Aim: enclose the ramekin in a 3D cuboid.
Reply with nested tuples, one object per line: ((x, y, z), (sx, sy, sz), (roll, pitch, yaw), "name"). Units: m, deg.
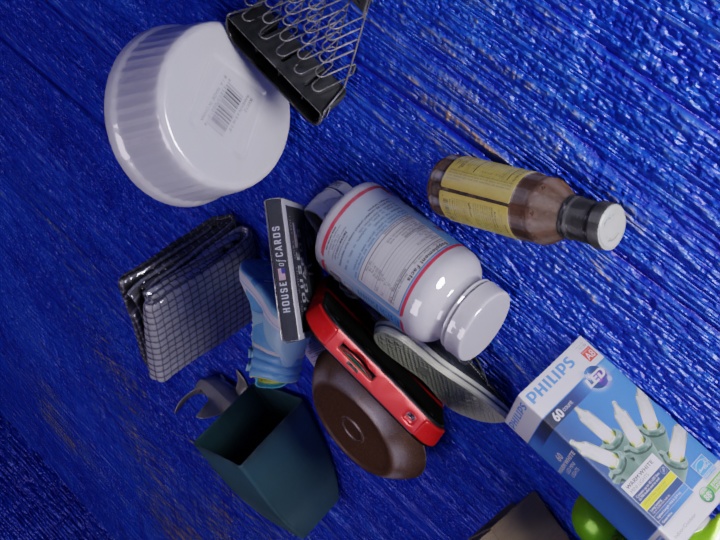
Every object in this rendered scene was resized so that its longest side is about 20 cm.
((-0.170, -0.174, 1.258), (0.097, 0.200, 0.203), (-2, 121, 47), "ramekin")

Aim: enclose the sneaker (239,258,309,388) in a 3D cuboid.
((-0.122, 0.073, 1.486), (0.200, 0.078, 0.133), (-126, 46, -60), "sneaker")

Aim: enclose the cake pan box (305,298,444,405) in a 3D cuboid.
((0.003, 0.118, 1.466), (0.186, 0.052, 0.200), (57, 152, -1), "cake pan box")

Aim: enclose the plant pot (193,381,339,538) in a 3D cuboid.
((-0.127, 0.305, 1.786), (0.140, 0.141, 0.202), (10, 138, 52), "plant pot")

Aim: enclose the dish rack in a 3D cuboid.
((-0.058, -0.260, 1.137), (0.153, 0.054, 0.201), (45, 150, 13), "dish rack")

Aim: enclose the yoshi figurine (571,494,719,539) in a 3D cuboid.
((0.290, 0.273, 1.150), (0.200, 0.111, 0.113), (45, 158, 21), "yoshi figurine")

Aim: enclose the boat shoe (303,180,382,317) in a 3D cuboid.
((0.000, 0.000, 1.318), (0.071, 0.070, 0.202), (-7, 115, 58), "boat shoe")

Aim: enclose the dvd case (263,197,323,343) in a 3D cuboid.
((-0.069, 0.000, 1.297), (0.200, 0.024, 0.153), (1, -99, -83), "dvd case")

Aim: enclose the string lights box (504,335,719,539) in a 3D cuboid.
((0.246, 0.171, 1.101), (0.200, 0.102, 0.059), (43, 151, 18), "string lights box")

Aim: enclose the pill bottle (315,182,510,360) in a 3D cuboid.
((0.055, 0.003, 1.198), (0.199, 0.108, 0.110), (37, 148, 26), "pill bottle")

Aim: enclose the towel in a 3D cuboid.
((-0.229, 0.036, 1.568), (0.085, 0.199, 0.167), (36, 146, 29), "towel")

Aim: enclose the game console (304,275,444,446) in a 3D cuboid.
((0.019, 0.098, 1.285), (0.200, 0.031, 0.177), (46, -170, -7), "game console")

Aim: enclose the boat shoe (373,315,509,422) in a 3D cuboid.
((0.098, 0.102, 1.279), (0.199, 0.063, 0.074), (41, 149, -21), "boat shoe")

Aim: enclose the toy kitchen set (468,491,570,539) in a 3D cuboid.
((0.181, 0.412, 1.384), (0.201, 0.179, 0.163), (53, 153, 9), "toy kitchen set")

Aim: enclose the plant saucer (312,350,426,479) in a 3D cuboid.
((0.000, 0.193, 1.467), (0.200, 0.037, 0.202), (38, 150, 27), "plant saucer")

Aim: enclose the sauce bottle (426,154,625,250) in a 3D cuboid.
((0.147, -0.058, 1.039), (0.199, 0.064, 0.065), (22, 139, 46), "sauce bottle")

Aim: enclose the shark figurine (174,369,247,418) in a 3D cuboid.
((-0.247, 0.220, 1.920), (0.213, 0.089, 0.130), (20, 136, 43), "shark figurine")
